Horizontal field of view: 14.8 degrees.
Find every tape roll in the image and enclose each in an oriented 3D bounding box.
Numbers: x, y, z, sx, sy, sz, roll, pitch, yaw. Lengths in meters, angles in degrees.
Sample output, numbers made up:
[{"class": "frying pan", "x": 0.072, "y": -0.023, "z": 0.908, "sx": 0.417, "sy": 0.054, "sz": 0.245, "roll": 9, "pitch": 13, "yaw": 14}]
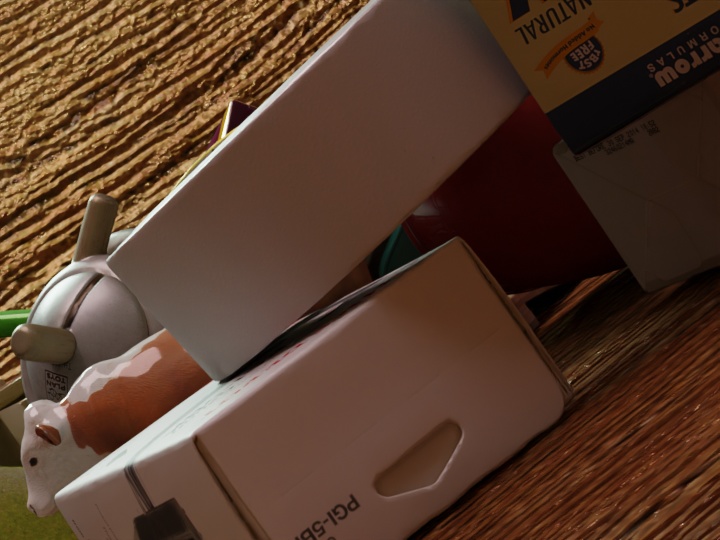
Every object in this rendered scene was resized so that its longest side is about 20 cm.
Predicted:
[{"class": "tape roll", "x": -0.011, "y": -0.048, "z": 1.140, "sx": 0.202, "sy": 0.071, "sz": 0.202, "roll": -43, "pitch": 3, "yaw": 2}]

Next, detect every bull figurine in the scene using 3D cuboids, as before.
[{"class": "bull figurine", "x": -0.059, "y": 0.061, "z": 1.267, "sx": 0.200, "sy": 0.122, "sz": 0.065, "roll": -42, "pitch": 3, "yaw": -15}]

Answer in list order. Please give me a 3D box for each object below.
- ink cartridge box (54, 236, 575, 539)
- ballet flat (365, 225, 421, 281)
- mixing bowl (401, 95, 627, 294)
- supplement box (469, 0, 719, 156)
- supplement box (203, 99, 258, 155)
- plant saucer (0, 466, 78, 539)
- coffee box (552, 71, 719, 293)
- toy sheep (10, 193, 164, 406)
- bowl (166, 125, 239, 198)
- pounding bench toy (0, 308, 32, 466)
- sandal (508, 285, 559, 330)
[{"class": "ink cartridge box", "x": -0.024, "y": 0.073, "z": 1.131, "sx": 0.147, "sy": 0.083, "sz": 0.200, "roll": -36, "pitch": 3, "yaw": -24}, {"class": "ballet flat", "x": 0.000, "y": 0.000, "z": 1.351, "sx": 0.067, "sy": 0.064, "sz": 0.201, "roll": -6, "pitch": -55, "yaw": -50}, {"class": "mixing bowl", "x": 0.112, "y": -0.081, "z": 1.278, "sx": 0.200, "sy": 0.201, "sz": 0.108, "roll": -37, "pitch": 31, "yaw": -32}, {"class": "supplement box", "x": 0.111, "y": -0.188, "z": 1.102, "sx": 0.134, "sy": 0.200, "sz": 0.200, "roll": -31, "pitch": 9, "yaw": 30}, {"class": "supplement box", "x": -0.061, "y": -0.003, "z": 1.668, "sx": 0.200, "sy": 0.110, "sz": 0.086, "roll": 124, "pitch": 161, "yaw": -55}, {"class": "plant saucer", "x": -0.200, "y": 0.132, "z": 1.417, "sx": 0.199, "sy": 0.048, "sz": 0.200, "roll": 2, "pitch": -12, "yaw": -22}, {"class": "coffee box", "x": 0.193, "y": -0.085, "z": 1.183, "sx": 0.200, "sy": 0.080, "sz": 0.113, "roll": -38, "pitch": 7, "yaw": -32}, {"class": "toy sheep", "x": -0.101, "y": 0.037, "z": 1.360, "sx": 0.138, "sy": 0.139, "sz": 0.199, "roll": -33, "pitch": -26, "yaw": 31}, {"class": "bowl", "x": -0.012, "y": 0.010, "z": 1.499, "sx": 0.200, "sy": 0.094, "sz": 0.202, "roll": -20, "pitch": -45, "yaw": -21}, {"class": "pounding bench toy", "x": -0.175, "y": 0.072, "z": 1.607, "sx": 0.156, "sy": 0.200, "sz": 0.124, "roll": -34, "pitch": 3, "yaw": 26}, {"class": "sandal", "x": 0.060, "y": -0.001, "z": 1.414, "sx": 0.077, "sy": 0.070, "sz": 0.212, "roll": -34, "pitch": 4, "yaw": 19}]
